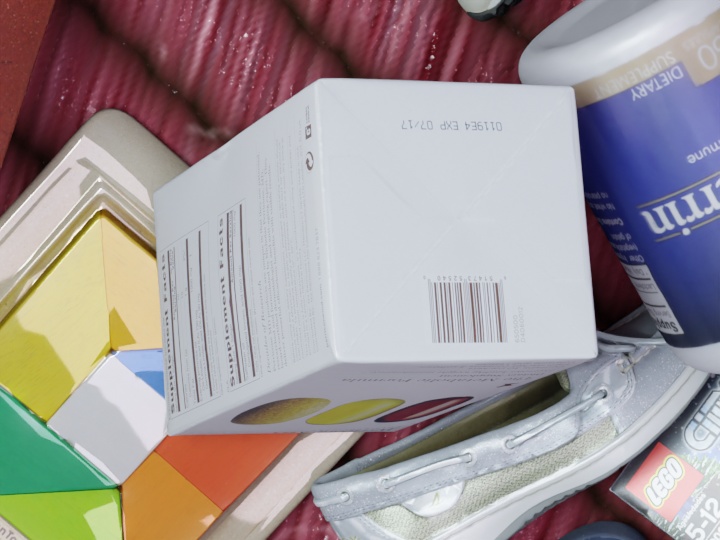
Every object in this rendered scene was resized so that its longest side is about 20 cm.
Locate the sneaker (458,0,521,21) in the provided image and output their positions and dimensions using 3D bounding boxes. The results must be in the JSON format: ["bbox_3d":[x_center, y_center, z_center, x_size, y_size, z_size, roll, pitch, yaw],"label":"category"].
[{"bbox_3d":[0.061,-0.211,1.265,0.093,0.070,0.200,20,99,9],"label":"sneaker"}]

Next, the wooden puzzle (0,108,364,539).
[{"bbox_3d":[-0.108,0.059,1.292,0.185,0.037,0.200,41,92,-11],"label":"wooden puzzle"}]

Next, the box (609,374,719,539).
[{"bbox_3d":[0.225,0.059,1.306,0.137,0.038,0.200,36,94,14],"label":"box"}]

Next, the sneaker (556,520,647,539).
[{"bbox_3d":[0.067,0.200,1.313,0.070,0.082,0.200,40,92,-9],"label":"sneaker"}]

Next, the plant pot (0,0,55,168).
[{"bbox_3d":[-0.230,-0.117,1.167,0.176,0.200,0.200,15,97,-37],"label":"plant pot"}]

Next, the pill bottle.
[{"bbox_3d":[0.160,-0.029,1.226,0.116,0.116,0.200,-31,101,-2],"label":"pill bottle"}]

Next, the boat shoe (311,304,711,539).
[{"bbox_3d":[0.075,0.065,1.298,0.202,0.074,0.065,-35,104,2],"label":"boat shoe"}]

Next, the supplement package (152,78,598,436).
[{"bbox_3d":[0.000,0.000,1.193,0.114,0.200,0.110,0,79,-22],"label":"supplement package"}]
